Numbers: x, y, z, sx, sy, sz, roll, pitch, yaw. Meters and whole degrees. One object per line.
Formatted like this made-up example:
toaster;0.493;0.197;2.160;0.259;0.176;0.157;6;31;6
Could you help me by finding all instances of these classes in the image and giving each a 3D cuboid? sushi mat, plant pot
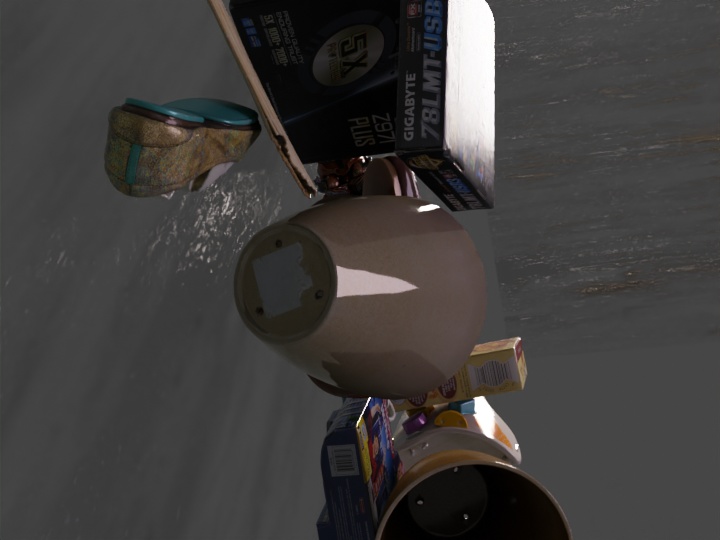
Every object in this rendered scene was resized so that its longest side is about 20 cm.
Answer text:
sushi mat;-0.086;-0.153;0.794;0.201;0.012;0.096;64;1;26
plant pot;-0.015;0.017;0.864;0.200;0.186;0.189;9;75;-62
plant pot;0.100;0.255;1.020;0.200;0.185;0.188;-105;-172;-85

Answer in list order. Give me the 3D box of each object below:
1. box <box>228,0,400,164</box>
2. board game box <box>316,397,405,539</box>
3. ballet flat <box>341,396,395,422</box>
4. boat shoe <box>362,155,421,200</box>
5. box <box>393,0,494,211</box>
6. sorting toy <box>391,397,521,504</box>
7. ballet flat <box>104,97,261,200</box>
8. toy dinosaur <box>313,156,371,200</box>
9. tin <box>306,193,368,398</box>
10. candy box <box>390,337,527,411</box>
box;-0.015;-0.208;0.975;0.201;0.162;0.087;72;17;-47
board game box;0.002;0.224;1.086;0.200;0.061;0.202;-53;135;-73
ballet flat;0.001;0.091;1.134;0.070;0.069;0.201;-75;156;-59
boat shoe;0.047;-0.028;1.082;0.070;0.070;0.202;34;-46;52
box;0.080;-0.172;0.912;0.198;0.049;0.202;27;63;-68
sorting toy;0.092;0.209;1.310;0.107;0.199;0.180;57;15;-13
ballet flat;-0.119;-0.081;0.686;0.200;0.070;0.071;-46;128;-77
toy dinosaur;0.002;-0.075;1.162;0.200;0.102;0.136;43;11;-29
tin;-0.011;0.024;0.998;0.042;0.111;0.202;11;72;-66
candy box;0.103;0.131;1.269;0.115;0.198;0.056;-11;90;-78
